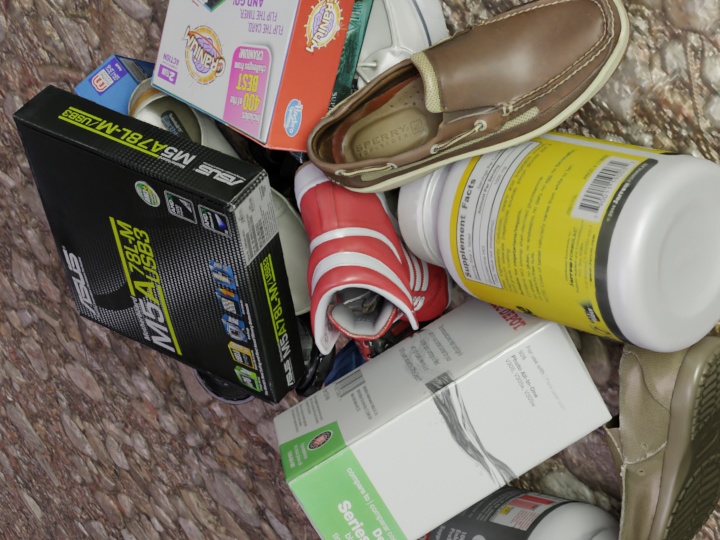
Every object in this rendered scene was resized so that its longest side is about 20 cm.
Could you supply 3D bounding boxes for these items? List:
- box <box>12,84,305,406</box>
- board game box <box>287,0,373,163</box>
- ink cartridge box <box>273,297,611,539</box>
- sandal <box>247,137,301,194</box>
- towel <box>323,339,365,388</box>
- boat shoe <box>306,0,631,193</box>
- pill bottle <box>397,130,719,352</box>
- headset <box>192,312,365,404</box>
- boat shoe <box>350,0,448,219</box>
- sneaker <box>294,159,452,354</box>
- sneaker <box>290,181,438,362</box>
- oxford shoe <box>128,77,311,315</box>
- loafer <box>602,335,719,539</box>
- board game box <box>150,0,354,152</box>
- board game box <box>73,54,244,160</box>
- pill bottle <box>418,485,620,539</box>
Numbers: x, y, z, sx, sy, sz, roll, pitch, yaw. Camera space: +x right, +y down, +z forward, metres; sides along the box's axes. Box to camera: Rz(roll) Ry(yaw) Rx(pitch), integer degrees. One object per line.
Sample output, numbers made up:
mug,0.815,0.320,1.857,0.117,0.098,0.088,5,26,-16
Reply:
box,-0.136,-0.015,1.078,0.193,0.048,0.200,21,142,25
board game box,-0.065,-0.169,1.033,0.200,0.028,0.136,39,121,46
ink cartridge box,0.050,0.098,1.029,0.084,0.200,0.146,59,-179,-12
sandal,-0.058,-0.100,1.106,0.048,0.076,0.200,22,160,-8
towel,0.001,0.155,1.233,0.112,0.048,0.201,137,136,-60
boat shoe,0.058,-0.101,0.889,0.202,0.075,0.075,-30,73,23
pill bottle,0.120,-0.026,0.933,0.200,0.112,0.113,17,134,46
headset,-0.062,0.055,1.188,0.200,0.123,0.094,47,123,36
boat shoe,0.015,-0.126,1.021,0.072,0.066,0.200,24,138,41
sneaker,0.015,0.018,1.025,0.200,0.071,0.113,47,-150,-54
sneaker,0.000,0.000,1.166,0.098,0.071,0.201,29,148,51
oxford shoe,-0.098,-0.048,1.089,0.200,0.075,0.058,54,-171,-5
loafer,0.197,0.114,1.014,0.067,0.076,0.200,32,133,33
board game box,-0.060,-0.190,0.965,0.153,0.040,0.201,32,112,49
board game box,-0.122,-0.072,1.201,0.200,0.045,0.152,52,-170,4
pill bottle,0.132,0.225,1.164,0.200,0.116,0.116,3,123,52
